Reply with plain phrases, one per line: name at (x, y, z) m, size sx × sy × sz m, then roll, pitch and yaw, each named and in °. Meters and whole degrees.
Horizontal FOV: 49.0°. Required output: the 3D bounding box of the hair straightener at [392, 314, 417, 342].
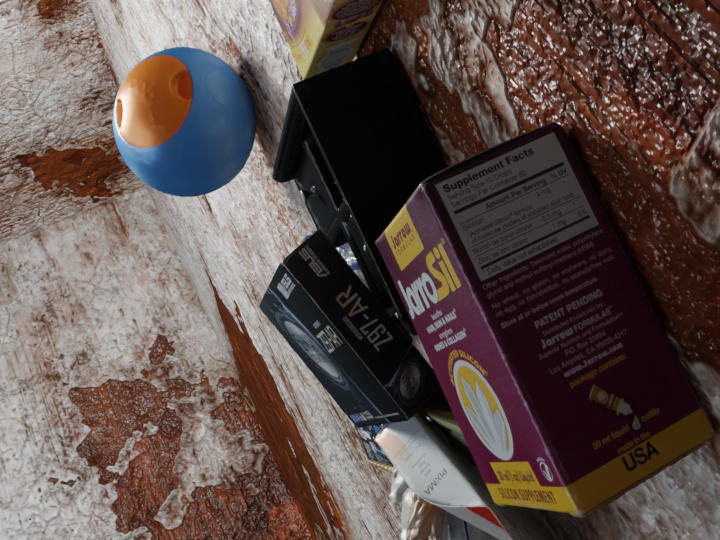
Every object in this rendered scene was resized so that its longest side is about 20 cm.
hair straightener at (0.020, 0.073, 0.852) m, size 0.041 × 0.076 × 0.200 m, roll 53°, pitch 163°, yaw -2°

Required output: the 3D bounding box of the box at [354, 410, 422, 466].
box at (0.028, 0.182, 1.030) m, size 0.162 × 0.045 × 0.200 m, roll 68°, pitch 164°, yaw -3°

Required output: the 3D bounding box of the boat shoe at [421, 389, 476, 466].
boat shoe at (0.106, 0.137, 0.677) m, size 0.067 × 0.071 × 0.200 m, roll 68°, pitch 164°, yaw -9°

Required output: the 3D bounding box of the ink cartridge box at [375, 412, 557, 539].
ink cartridge box at (0.114, 0.218, 0.676) m, size 0.162 × 0.050 × 0.200 m, roll 39°, pitch -172°, yaw -40°

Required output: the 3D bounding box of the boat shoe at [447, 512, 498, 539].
boat shoe at (0.124, 0.290, 0.837) m, size 0.074 × 0.065 × 0.204 m, roll 89°, pitch 174°, yaw -64°

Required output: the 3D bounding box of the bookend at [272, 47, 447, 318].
bookend at (0.008, -0.050, 0.705) m, size 0.202 × 0.091 × 0.200 m, roll 65°, pitch 164°, yaw 7°

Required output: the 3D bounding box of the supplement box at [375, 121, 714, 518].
supplement box at (0.104, 0.036, 0.497) m, size 0.203 × 0.101 × 0.131 m, roll 65°, pitch 165°, yaw 8°

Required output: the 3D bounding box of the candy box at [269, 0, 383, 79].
candy box at (-0.029, -0.250, 0.625) m, size 0.119 × 0.056 × 0.200 m, roll 66°, pitch 165°, yaw 4°

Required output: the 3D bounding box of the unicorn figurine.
unicorn figurine at (0.059, 0.248, 0.789) m, size 0.200 × 0.072 × 0.141 m, roll 116°, pitch 153°, yaw -69°

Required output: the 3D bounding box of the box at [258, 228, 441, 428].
box at (-0.017, 0.062, 0.708) m, size 0.161 × 0.043 × 0.200 m, roll 51°, pitch 162°, yaw 1°

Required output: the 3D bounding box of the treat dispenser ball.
treat dispenser ball at (-0.245, -0.206, 1.108) m, size 0.202 × 0.198 × 0.203 m, roll 56°, pitch 160°, yaw 31°

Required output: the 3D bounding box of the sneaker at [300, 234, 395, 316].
sneaker at (0.000, 0.000, 0.822) m, size 0.076 × 0.088 × 0.200 m, roll 55°, pitch 175°, yaw -30°

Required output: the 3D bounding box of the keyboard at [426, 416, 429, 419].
keyboard at (0.082, 0.234, 0.872) m, size 0.056 × 0.010 × 0.205 m, roll -58°, pitch -36°, yaw -84°
